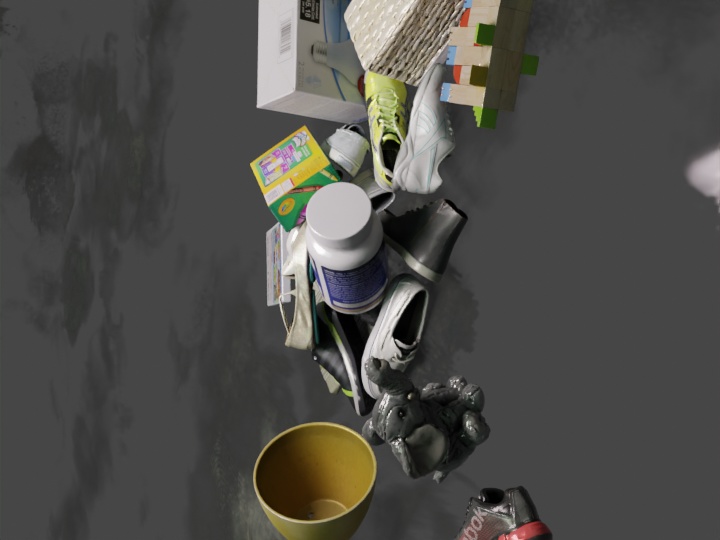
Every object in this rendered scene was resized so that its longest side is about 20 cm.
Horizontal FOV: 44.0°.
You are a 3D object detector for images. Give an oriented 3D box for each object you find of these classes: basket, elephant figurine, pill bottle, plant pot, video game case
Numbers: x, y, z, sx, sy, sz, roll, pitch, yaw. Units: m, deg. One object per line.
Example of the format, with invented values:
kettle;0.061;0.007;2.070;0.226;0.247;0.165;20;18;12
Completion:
basket;0.078;-0.390;1.304;0.200;0.121;0.138;-48;51;42
elephant figurine;0.066;0.208;1.215;0.141;0.197;0.158;-31;63;50
pill bottle;-0.019;-0.031;1.298;0.201;0.114;0.117;78;172;-59
plant pot;-0.066;0.370;1.441;0.200;0.197;0.144;47;151;46
video game case;-0.153;-0.010;1.657;0.200;0.018;0.147;163;106;-76

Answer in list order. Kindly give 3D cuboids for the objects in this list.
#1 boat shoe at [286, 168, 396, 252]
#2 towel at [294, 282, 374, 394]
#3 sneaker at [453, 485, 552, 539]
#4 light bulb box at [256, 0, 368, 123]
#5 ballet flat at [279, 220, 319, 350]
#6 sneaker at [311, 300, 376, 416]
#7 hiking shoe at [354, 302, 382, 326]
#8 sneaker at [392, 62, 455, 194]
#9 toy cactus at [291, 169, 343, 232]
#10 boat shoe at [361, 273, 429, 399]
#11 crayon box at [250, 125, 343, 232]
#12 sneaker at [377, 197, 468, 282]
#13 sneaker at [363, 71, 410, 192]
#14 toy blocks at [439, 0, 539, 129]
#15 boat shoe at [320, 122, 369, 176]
boat shoe;-0.028;-0.078;1.423;0.069;0.198;0.073;51;172;44
towel;-0.035;0.078;1.532;0.201;0.034;0.194;-57;47;34
sneaker;0.166;0.344;1.172;0.200;0.070;0.100;-44;53;43
light bulb box;-0.053;-0.355;1.431;0.124;0.197;0.203;-3;85;54
ballet flat;-0.097;0.023;1.380;0.067;0.061;0.205;-61;-30;-85
sneaker;-0.035;0.140;1.440;0.082;0.071;0.204;-20;87;27
hiking shoe;0.000;0.000;1.426;0.101;0.075;0.201;-43;54;10
sneaker;0.105;-0.204;1.309;0.071;0.079;0.204;81;-156;-78
toy cactus;-0.080;-0.098;1.539;0.199;0.101;0.168;27;101;64
boat shoe;0.059;0.109;1.353;0.066;0.071;0.204;34;108;56
crayon box;-0.104;-0.153;1.448;0.118;0.059;0.201;-34;30;2
sneaker;0.093;-0.068;1.325;0.107;0.074;0.200;-57;34;10
sneaker;0.048;-0.226;1.366;0.076;0.074;0.205;165;97;-87
toy blocks;0.166;-0.301;1.210;0.136;0.098;0.205;-147;64;-64
boat shoe;-0.016;-0.203;1.459;0.072;0.070;0.201;-51;13;6
